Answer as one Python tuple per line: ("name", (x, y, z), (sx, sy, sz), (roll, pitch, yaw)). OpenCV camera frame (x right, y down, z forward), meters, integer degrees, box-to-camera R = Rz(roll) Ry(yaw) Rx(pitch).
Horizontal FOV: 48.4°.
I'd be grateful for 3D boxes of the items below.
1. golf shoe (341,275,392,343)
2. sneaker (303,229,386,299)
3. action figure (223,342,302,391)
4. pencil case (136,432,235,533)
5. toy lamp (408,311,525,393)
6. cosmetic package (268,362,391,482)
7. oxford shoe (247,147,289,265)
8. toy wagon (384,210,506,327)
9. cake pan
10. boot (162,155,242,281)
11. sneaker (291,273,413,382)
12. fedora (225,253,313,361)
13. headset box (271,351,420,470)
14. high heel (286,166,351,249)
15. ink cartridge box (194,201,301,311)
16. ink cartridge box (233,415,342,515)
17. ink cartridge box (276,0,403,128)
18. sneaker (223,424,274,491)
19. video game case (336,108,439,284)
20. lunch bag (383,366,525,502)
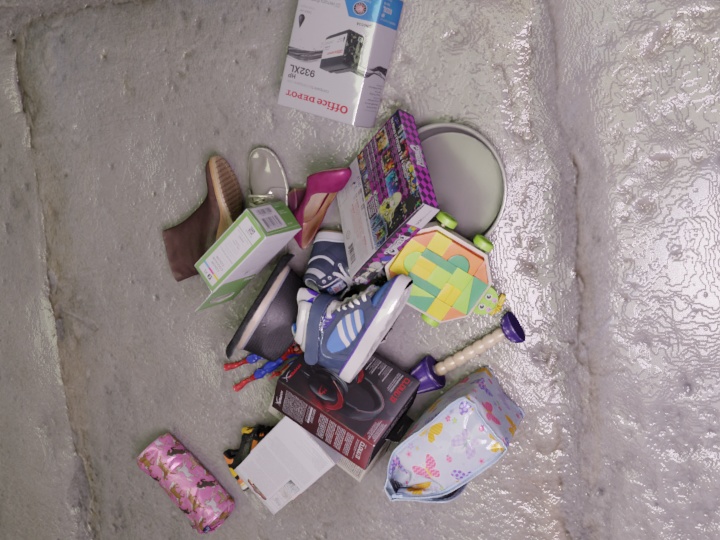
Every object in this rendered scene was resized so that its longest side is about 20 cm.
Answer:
("golf shoe", (0.040, 0.063, 1.287), (0.199, 0.078, 0.095), (-23, 105, 27))
("sneaker", (0.000, 0.000, 1.262), (0.198, 0.070, 0.109), (6, 59, 30))
("action figure", (-0.149, 0.151, 1.392), (0.199, 0.052, 0.066), (-28, 83, 22))
("pencil case", (-0.325, 0.395, 1.486), (0.200, 0.086, 0.083), (44, 143, 13))
("toy lamp", (0.159, 0.133, 1.244), (0.199, 0.058, 0.059), (-32, 84, 22))
("cosmetic package", (-0.042, 0.237, 1.322), (0.199, 0.087, 0.104), (35, 127, 15))
("oxford shoe", (-0.160, -0.107, 1.354), (0.074, 0.058, 0.203), (-1, 96, 26))
("toy wagon", (0.136, 0.012, 1.195), (0.199, 0.040, 0.156), (30, 108, -13))
("cake pan", (0.132, -0.124, 1.228), (0.198, 0.037, 0.203), (3, 98, 24))
("boot", (-0.284, -0.087, 1.403), (0.165, 0.072, 0.202), (-11, 96, 23))
("sneaker", (-0.027, 0.054, 1.177), (0.146, 0.080, 0.201), (37, 117, 11))
("fedora", (-0.137, 0.075, 1.315), (0.091, 0.201, 0.202), (31, 110, -5))
("headset box", (-0.013, 0.197, 1.236), (0.199, 0.149, 0.075), (32, 138, 15))
("high heel", (-0.059, -0.100, 1.270), (0.200, 0.067, 0.097), (-23, 78, 64))
("ink cartridge box", (-0.197, -0.023, 1.296), (0.200, 0.104, 0.060), (-43, 79, 29))
("ink cartridge box", (-0.118, 0.310, 1.315), (0.109, 0.050, 0.200), (47, 128, 5))
("ink cartridge box", (-0.034, -0.338, 1.248), (0.144, 0.084, 0.202), (19, 105, 20))
("sneaker", (-0.168, 0.301, 1.406), (0.090, 0.070, 0.200), (48, 115, 7))
("video game case", (0.033, -0.111, 1.197), (0.181, 0.036, 0.202), (-47, 39, 36))
("lunch bag", (0.136, 0.261, 1.209), (0.200, 0.169, 0.128), (-39, 84, 20))
